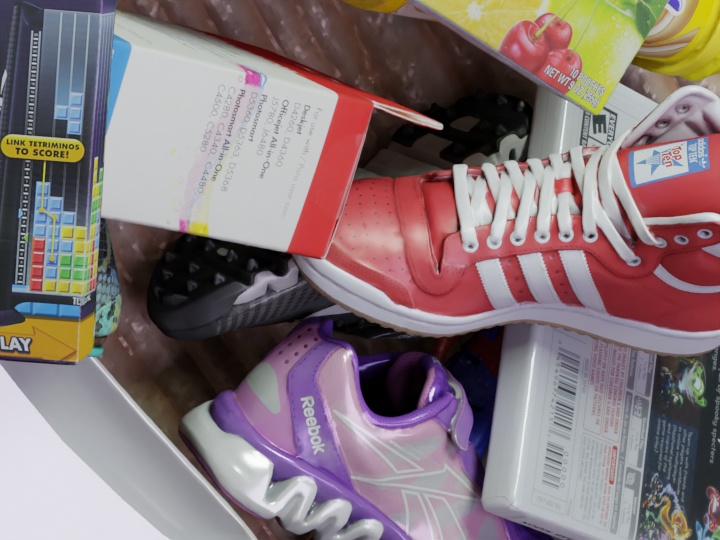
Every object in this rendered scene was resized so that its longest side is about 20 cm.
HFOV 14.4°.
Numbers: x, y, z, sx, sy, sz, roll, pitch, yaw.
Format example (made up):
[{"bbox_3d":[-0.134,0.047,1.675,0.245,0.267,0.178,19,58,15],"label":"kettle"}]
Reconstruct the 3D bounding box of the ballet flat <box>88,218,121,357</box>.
[{"bbox_3d":[-0.184,-0.008,1.041,0.200,0.074,0.074,3,107,-26],"label":"ballet flat"}]

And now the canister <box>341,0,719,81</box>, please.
[{"bbox_3d":[0.084,-0.166,1.195,0.200,0.087,0.149,5,106,-39],"label":"canister"}]

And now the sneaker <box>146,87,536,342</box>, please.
[{"bbox_3d":[0.000,0.000,1.209,0.200,0.066,0.091,-28,122,-31],"label":"sneaker"}]

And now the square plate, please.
[{"bbox_3d":[-0.170,0.105,1.098,0.200,0.028,0.198,-44,105,-16],"label":"square plate"}]

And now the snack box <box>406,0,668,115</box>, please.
[{"bbox_3d":[0.053,-0.164,1.079,0.200,0.053,0.142,28,94,-42],"label":"snack box"}]

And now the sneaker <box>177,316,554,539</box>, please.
[{"bbox_3d":[0.023,0.082,1.196,0.200,0.080,0.089,31,98,-34],"label":"sneaker"}]

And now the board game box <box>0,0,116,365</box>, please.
[{"bbox_3d":[-0.183,-0.060,0.947,0.199,0.057,0.166,4,99,0],"label":"board game box"}]

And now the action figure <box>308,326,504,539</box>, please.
[{"bbox_3d":[0.049,0.058,1.285,0.065,0.052,0.200,33,84,-24],"label":"action figure"}]

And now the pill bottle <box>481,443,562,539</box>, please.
[{"bbox_3d":[0.153,0.121,1.359,0.200,0.112,0.112,-4,111,-39],"label":"pill bottle"}]

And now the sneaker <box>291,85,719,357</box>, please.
[{"bbox_3d":[0.079,-0.024,1.125,0.200,0.071,0.113,6,146,-20],"label":"sneaker"}]

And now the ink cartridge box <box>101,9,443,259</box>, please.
[{"bbox_3d":[-0.080,-0.058,1.082,0.200,0.116,0.067,11,100,-41],"label":"ink cartridge box"}]

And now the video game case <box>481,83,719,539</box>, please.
[{"bbox_3d":[0.129,0.030,1.253,0.182,0.023,0.200,23,68,-42],"label":"video game case"}]
